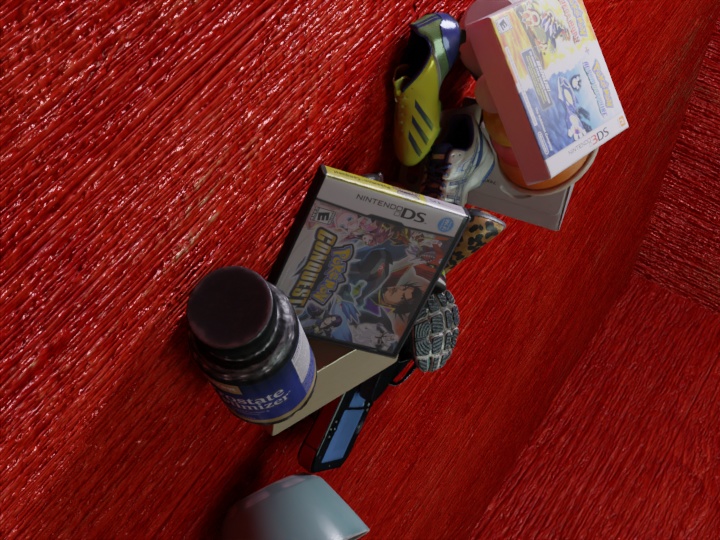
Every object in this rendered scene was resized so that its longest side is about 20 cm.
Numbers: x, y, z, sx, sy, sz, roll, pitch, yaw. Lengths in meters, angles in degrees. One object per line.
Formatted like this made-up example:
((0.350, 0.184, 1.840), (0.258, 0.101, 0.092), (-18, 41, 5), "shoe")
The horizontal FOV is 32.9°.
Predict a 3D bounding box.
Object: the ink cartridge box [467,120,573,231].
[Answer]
((0.254, -0.189, 1.768), (0.147, 0.146, 0.201), (98, 13, -45), "ink cartridge box")

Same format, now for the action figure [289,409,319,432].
((-0.043, 0.113, 1.570), (0.118, 0.054, 0.201), (-51, 157, -42), "action figure")

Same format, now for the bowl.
((-0.099, 0.329, 1.553), (0.200, 0.106, 0.201), (-26, 167, -7), "bowl")

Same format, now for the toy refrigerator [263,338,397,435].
((-0.046, 0.106, 1.452), (0.199, 0.070, 0.076), (-28, 145, -31), "toy refrigerator")

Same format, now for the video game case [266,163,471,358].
((0.000, -0.004, 1.333), (0.201, 0.179, 0.026), (-63, -154, 26), "video game case")

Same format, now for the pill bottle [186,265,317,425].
((-0.111, 0.075, 1.233), (0.112, 0.111, 0.200), (-58, 161, -17), "pill bottle")

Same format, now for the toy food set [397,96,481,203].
((0.101, -0.153, 1.619), (0.200, 0.060, 0.145), (-28, 129, -63), "toy food set")

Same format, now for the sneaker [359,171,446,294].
((0.031, -0.050, 1.403), (0.199, 0.075, 0.116), (25, 67, -36), "sneaker")

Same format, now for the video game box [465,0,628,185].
((0.226, -0.227, 1.450), (0.182, 0.047, 0.201), (-33, 105, -42), "video game box")

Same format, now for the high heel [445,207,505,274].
((0.141, -0.006, 1.714), (0.201, 0.141, 0.072), (73, 20, -47), "high heel")

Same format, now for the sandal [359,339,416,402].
((0.056, 0.127, 1.657), (0.200, 0.043, 0.077), (-44, 154, -55), "sandal")

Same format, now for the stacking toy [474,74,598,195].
((0.199, -0.194, 1.513), (0.200, 0.146, 0.147), (34, 83, -50), "stacking toy")

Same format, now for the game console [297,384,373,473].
((-0.015, 0.183, 1.623), (0.178, 0.031, 0.200), (-61, 167, 1), "game console")

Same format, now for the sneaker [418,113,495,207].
((0.095, -0.109, 1.495), (0.201, 0.075, 0.088), (-61, 140, -33), "sneaker")

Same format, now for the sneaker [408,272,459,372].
((0.078, 0.036, 1.633), (0.077, 0.079, 0.202), (-7, 86, -32), "sneaker")

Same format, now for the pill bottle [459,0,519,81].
((0.185, -0.286, 1.563), (0.111, 0.110, 0.200), (-63, 161, 0), "pill bottle")

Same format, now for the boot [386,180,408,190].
((0.000, 0.000, 1.512), (0.155, 0.073, 0.201), (-44, 144, -45), "boot")

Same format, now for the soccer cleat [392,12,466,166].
((0.061, -0.210, 1.430), (0.083, 0.065, 0.201), (-16, 137, -35), "soccer cleat")
